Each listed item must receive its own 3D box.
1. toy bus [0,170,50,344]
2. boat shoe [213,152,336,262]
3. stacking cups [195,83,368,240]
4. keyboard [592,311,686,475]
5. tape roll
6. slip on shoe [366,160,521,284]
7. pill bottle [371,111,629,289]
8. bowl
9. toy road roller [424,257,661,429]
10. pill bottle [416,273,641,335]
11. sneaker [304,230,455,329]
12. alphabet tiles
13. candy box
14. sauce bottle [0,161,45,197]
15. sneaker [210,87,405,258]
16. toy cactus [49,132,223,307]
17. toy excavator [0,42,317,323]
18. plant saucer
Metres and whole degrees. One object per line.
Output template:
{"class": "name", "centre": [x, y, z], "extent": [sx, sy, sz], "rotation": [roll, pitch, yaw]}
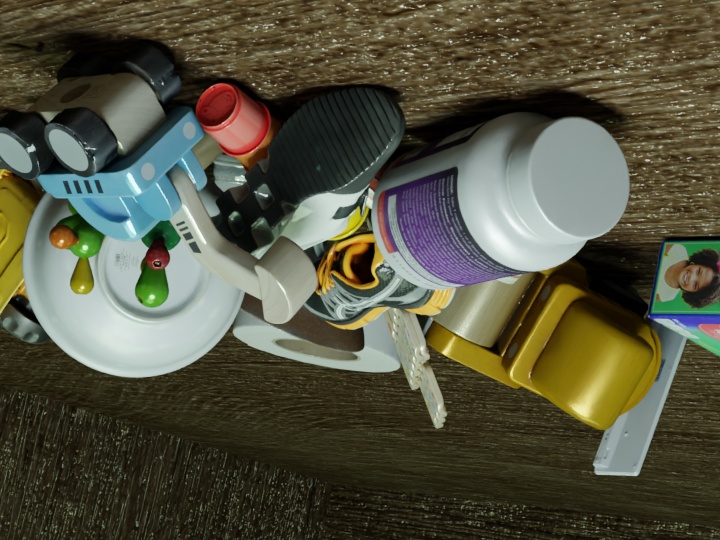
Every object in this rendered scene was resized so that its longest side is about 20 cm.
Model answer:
{"class": "toy bus", "centre": [-0.307, -0.030, 1.510], "extent": [0.192, 0.136, 0.200], "rotation": [43, -169, 27]}
{"class": "boat shoe", "centre": [-0.069, -0.052, 1.341], "extent": [0.074, 0.065, 0.202], "rotation": [7, 166, 21]}
{"class": "stacking cups", "centre": [-0.058, -0.090, 1.211], "extent": [0.060, 0.061, 0.200], "rotation": [5, 160, 28]}
{"class": "keyboard", "centre": [0.258, 0.090, 1.366], "extent": [0.011, 0.200, 0.056], "rotation": [35, 158, -31]}
{"class": "tape roll", "centre": [-0.045, 0.060, 1.788], "extent": [0.202, 0.071, 0.202], "rotation": [10, 167, 2]}
{"class": "slip on shoe", "centre": [0.057, -0.059, 1.231], "extent": [0.200, 0.061, 0.074], "rotation": [28, -165, -16]}
{"class": "pill bottle", "centre": [0.099, -0.050, 1.098], "extent": [0.111, 0.112, 0.200], "rotation": [17, 166, -24]}
{"class": "bowl", "centre": [-0.182, -0.006, 1.312], "extent": [0.201, 0.202, 0.090], "rotation": [16, 176, -18]}
{"class": "toy road roller", "centre": [0.165, 0.055, 1.320], "extent": [0.200, 0.123, 0.146], "rotation": [26, -169, -16]}
{"class": "pill bottle", "centre": [0.155, 0.045, 1.454], "extent": [0.200, 0.113, 0.113], "rotation": [14, 167, -11]}
{"class": "sneaker", "centre": [0.000, 0.000, 1.309], "extent": [0.077, 0.078, 0.200], "rotation": [20, 162, -31]}
{"class": "alphabet tiles", "centre": [0.039, 0.051, 1.443], "extent": [0.015, 0.196, 0.200], "rotation": [-20, 168, -4]}
{"class": "candy box", "centre": [0.371, 0.031, 1.283], "extent": [0.200, 0.077, 0.169], "rotation": [-3, 160, 44]}
{"class": "sauce bottle", "centre": [-0.244, -0.079, 1.381], "extent": [0.066, 0.066, 0.200], "rotation": [0, 163, 41]}
{"class": "sneaker", "centre": [-0.028, -0.068, 1.152], "extent": [0.200, 0.074, 0.088], "rotation": [-36, 156, 35]}
{"class": "toy cactus", "centre": [-0.180, -0.076, 1.211], "extent": [0.165, 0.200, 0.102], "rotation": [-32, 150, 8]}
{"class": "toy excavator", "centre": [-0.139, -0.054, 1.114], "extent": [0.194, 0.100, 0.200], "rotation": [3, 132, 43]}
{"class": "plant saucer", "centre": [-0.078, 0.020, 1.573], "extent": [0.200, 0.035, 0.200], "rotation": [26, -168, -6]}
